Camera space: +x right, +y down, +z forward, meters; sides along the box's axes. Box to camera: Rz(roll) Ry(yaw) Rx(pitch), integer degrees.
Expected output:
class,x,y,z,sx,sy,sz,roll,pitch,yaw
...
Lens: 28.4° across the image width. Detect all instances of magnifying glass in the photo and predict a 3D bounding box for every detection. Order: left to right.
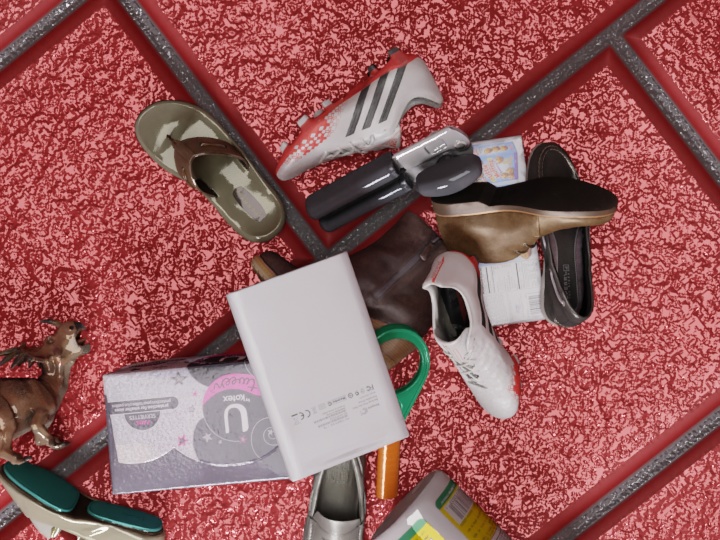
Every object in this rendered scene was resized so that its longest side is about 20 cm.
class,x,y,z,sx,sy,sz,roll,pitch,yaw
magnifying glass,0.032,0.152,1.525,0.079,0.022,0.202,-5,110,-18

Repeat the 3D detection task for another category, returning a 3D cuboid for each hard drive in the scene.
class,x,y,z,sx,sy,sz,roll,pitch,yaw
hard drive,-0.043,0.097,1.455,0.131,0.026,0.202,-20,92,-11

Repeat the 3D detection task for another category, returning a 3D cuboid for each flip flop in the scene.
class,x,y,z,sx,sy,sz,roll,pitch,yaw
flip flop,-0.162,-0.110,1.545,0.081,0.058,0.200,-44,89,2

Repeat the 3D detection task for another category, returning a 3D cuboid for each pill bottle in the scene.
class,x,y,z,sx,sy,sz,roll,pitch,yaw
pill bottle,0.116,0.320,1.510,0.200,0.113,0.113,44,92,1

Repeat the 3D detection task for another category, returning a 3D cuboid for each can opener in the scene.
class,x,y,z,sx,sy,sz,roll,pitch,yaw
can opener,0.032,-0.093,1.507,0.199,0.053,0.067,-23,46,23

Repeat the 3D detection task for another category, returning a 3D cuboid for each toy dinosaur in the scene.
class,x,y,z,sx,sy,sz,roll,pitch,yaw
toy dinosaur,-0.377,0.141,1.519,0.199,0.086,0.136,-22,86,-40

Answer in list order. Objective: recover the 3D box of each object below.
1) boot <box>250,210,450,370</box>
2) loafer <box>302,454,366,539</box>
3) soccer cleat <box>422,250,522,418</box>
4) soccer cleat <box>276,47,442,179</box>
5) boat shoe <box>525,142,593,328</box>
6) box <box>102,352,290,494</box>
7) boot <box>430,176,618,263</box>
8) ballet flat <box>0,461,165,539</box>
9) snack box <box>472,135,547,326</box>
class,x,y,z,sx,sy,sz,roll,pitch,yaw
boot,0.000,0.000,1.547,0.200,0.072,0.167,38,80,3
loafer,-0.029,0.271,1.537,0.069,0.070,0.202,3,91,2
soccer cleat,0.115,0.077,1.501,0.068,0.085,0.201,-7,112,32
soccer cleat,-0.002,-0.153,1.527,0.200,0.069,0.085,-39,85,-2
boat shoe,0.221,-0.040,1.519,0.066,0.057,0.202,-5,89,-21
box,-0.164,0.159,1.520,0.198,0.115,0.133,-5,90,2
boot,0.175,-0.051,1.485,0.198,0.074,0.076,-1,116,26
ballet flat,-0.312,0.275,1.557,0.199,0.069,0.070,23,92,2
snack box,0.154,-0.042,1.548,0.071,0.024,0.202,-8,90,2
